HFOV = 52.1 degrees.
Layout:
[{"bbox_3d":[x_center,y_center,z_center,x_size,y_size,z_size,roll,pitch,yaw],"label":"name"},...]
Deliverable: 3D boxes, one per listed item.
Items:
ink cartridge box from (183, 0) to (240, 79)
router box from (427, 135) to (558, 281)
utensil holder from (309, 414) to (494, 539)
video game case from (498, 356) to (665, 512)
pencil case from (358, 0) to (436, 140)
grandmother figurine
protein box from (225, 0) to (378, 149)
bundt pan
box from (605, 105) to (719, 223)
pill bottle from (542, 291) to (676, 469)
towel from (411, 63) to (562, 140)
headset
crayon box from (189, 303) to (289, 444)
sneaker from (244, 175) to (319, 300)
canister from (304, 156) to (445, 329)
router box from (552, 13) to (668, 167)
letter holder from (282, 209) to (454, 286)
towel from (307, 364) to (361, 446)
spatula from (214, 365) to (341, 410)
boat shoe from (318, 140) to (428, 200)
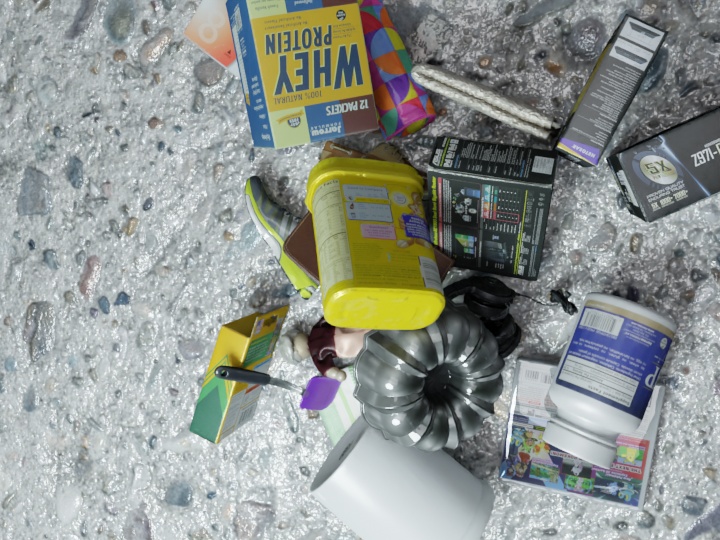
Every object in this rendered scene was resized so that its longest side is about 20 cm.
[{"bbox_3d":[-0.142,-0.379,1.071,0.162,0.050,0.200,37,107,9],"label":"ink cartridge box"},{"bbox_3d":[0.166,-0.075,0.948,0.149,0.200,0.062,10,57,14],"label":"router box"},{"bbox_3d":[0.053,0.304,1.011,0.200,0.170,0.170,39,105,-1],"label":"utensil holder"},{"bbox_3d":[0.304,0.226,1.025,0.199,0.023,0.184,9,98,14],"label":"video game case"},{"bbox_3d":[0.030,-0.280,1.018,0.088,0.088,0.201,-26,87,17],"label":"pencil case"},{"bbox_3d":[-0.032,0.106,1.084,0.199,0.061,0.122,-9,51,21],"label":"grandmother figurine"},{"bbox_3d":[-0.082,-0.269,0.956,0.134,0.198,0.201,-13,103,-13],"label":"protein box"},{"bbox_3d":[0.094,0.136,0.915,0.201,0.076,0.203,-4,102,-20],"label":"bundt pan"},{"bbox_3d":[0.389,-0.132,0.868,0.163,0.200,0.087,-24,90,17],"label":"box"},{"bbox_3d":[0.311,0.140,0.940,0.119,0.120,0.201,22,87,12],"label":"pill bottle"},{"bbox_3d":[0.167,-0.222,0.957,0.199,0.132,0.035,27,106,11],"label":"towel"},{"bbox_3d":[0.184,0.066,0.990,0.199,0.094,0.124,-19,116,-6],"label":"headset"},{"bbox_3d":[-0.179,0.142,1.098,0.051,0.126,0.201,22,101,13],"label":"crayon box"},{"bbox_3d":[-0.103,-0.059,1.093,0.081,0.074,0.201,-32,87,-2],"label":"sneaker"},{"bbox_3d":[0.015,-0.033,0.883,0.148,0.201,0.087,4,141,-16],"label":"canister"},{"bbox_3d":[0.292,-0.206,0.888,0.052,0.200,0.158,27,102,8],"label":"router box"},{"bbox_3d":[0.000,0.000,1.000,0.199,0.101,0.142,35,64,2],"label":"letter holder"},{"bbox_3d":[0.036,0.203,1.098,0.199,0.023,0.153,-24,89,18],"label":"towel"},{"bbox_3d":[-0.117,0.163,1.052,0.199,0.021,0.057,18,102,-28],"label":"spatula"},{"bbox_3d":[0.031,-0.143,1.035,0.199,0.076,0.074,11,95,13],"label":"boat shoe"}]
